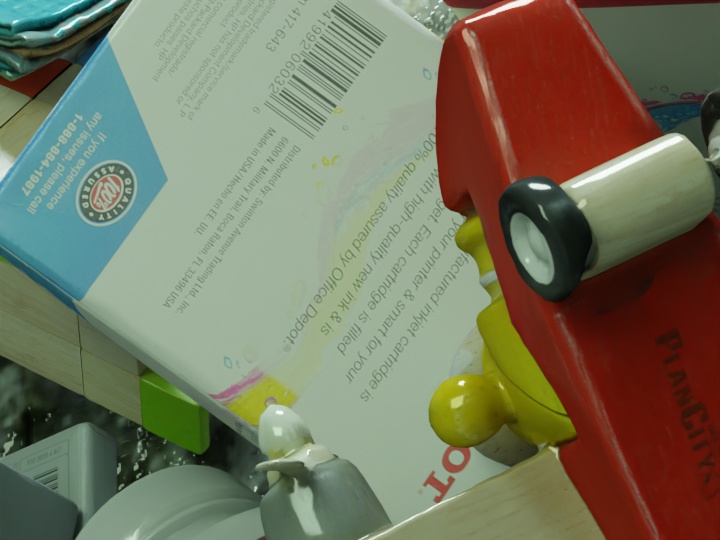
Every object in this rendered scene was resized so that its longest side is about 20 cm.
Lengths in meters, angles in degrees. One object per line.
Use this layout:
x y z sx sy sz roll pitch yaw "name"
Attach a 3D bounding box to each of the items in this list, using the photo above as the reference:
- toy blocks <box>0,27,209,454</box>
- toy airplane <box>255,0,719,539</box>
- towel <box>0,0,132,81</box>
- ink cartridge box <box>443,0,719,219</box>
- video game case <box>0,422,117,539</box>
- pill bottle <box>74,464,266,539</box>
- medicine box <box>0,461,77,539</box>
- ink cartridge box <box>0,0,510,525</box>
-0.102 -0.032 0.968 0.199 0.100 0.137 24 49 23 "toy blocks"
0.072 0.049 0.697 0.141 0.199 0.200 14 81 65 "toy airplane"
-0.110 -0.146 1.032 0.146 0.022 0.200 25 46 34 "towel"
0.129 -0.110 0.799 0.144 0.200 0.146 2 62 38 "ink cartridge box"
-0.157 0.171 0.914 0.181 0.022 0.201 -24 53 25 "video game case"
-0.006 0.140 0.790 0.112 0.112 0.200 -52 46 -5 "pill bottle"
-0.211 0.156 0.878 0.199 0.103 0.183 -11 58 32 "medicine box"
0.000 0.000 0.824 0.200 0.125 0.129 37 84 1 "ink cartridge box"
